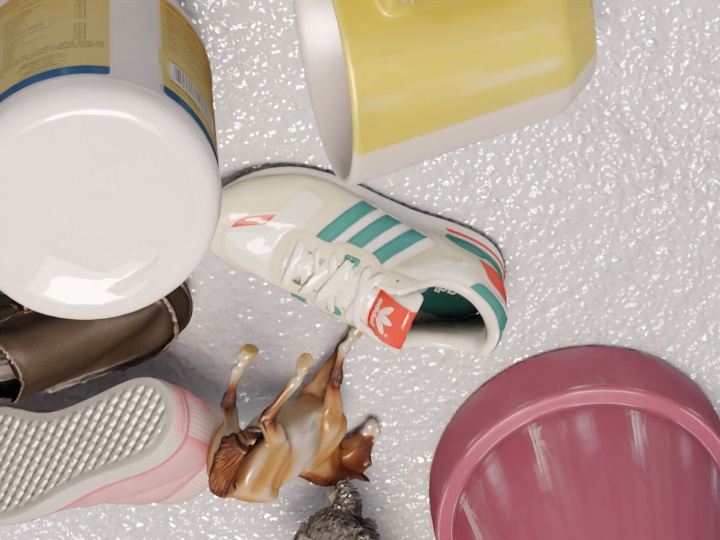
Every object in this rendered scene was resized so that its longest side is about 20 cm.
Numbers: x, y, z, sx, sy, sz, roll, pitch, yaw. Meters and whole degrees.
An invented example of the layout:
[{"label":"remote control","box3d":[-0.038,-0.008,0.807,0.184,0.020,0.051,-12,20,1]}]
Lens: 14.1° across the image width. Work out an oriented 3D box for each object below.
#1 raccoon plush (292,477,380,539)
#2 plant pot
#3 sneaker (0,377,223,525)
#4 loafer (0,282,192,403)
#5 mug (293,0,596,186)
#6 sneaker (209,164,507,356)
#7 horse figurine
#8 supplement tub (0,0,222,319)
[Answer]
[{"label":"raccoon plush","box3d":[0.026,0.202,1.856,0.199,0.097,0.135,-2,124,-39]},{"label":"plant pot","box3d":[0.148,0.178,1.820,0.199,0.179,0.201,-2,121,-4]},{"label":"sneaker","box3d":[-0.167,0.120,1.812,0.199,0.076,0.104,-16,160,28]},{"label":"loafer","box3d":[-0.197,0.051,1.770,0.199,0.071,0.073,-16,121,4]},{"label":"mug","box3d":[0.054,-0.131,1.634,0.152,0.187,0.150,-10,103,-9]},{"label":"sneaker","box3d":[0.000,0.000,1.748,0.199,0.094,0.071,17,118,-16]},{"label":"horse figurine","box3d":[-0.044,0.094,1.774,0.050,0.200,0.133,30,118,21]},{"label":"supplement tub","box3d":[-0.152,-0.081,1.621,0.144,0.200,0.145,-2,121,-4]}]
